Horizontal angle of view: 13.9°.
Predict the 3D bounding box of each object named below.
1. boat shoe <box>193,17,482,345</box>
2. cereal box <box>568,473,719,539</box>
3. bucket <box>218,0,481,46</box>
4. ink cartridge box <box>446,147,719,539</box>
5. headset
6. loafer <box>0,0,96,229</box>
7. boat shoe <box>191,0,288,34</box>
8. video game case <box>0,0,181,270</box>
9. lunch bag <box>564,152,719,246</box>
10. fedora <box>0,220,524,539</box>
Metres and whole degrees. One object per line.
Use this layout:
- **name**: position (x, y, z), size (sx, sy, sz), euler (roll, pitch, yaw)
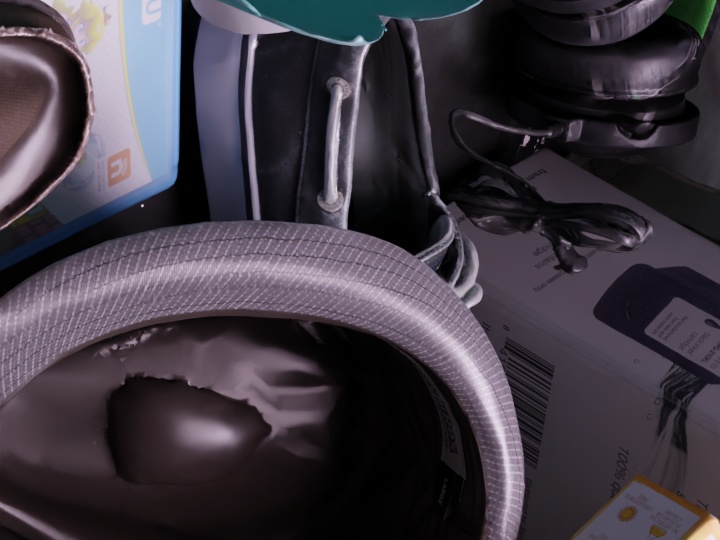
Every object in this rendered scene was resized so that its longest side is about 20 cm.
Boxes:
- **boat shoe**: position (0.001, -0.002, 0.907), size (0.074, 0.068, 0.199), euler (-41, 136, -44)
- **cereal box**: position (0.048, 0.175, 0.857), size (0.200, 0.040, 0.144), euler (-43, 129, -16)
- **bucket**: position (-0.035, -0.160, 0.681), size (0.207, 0.135, 0.207), euler (-24, 123, -43)
- **ink cartridge box**: position (0.104, 0.074, 0.986), size (0.084, 0.200, 0.145), euler (-31, 140, -38)
- **headset**: position (0.089, -0.081, 0.967), size (0.200, 0.094, 0.124), euler (-54, 148, -36)
- **loafer**: position (-0.131, -0.008, 0.696), size (0.200, 0.071, 0.073), euler (-30, 135, -40)
- **boat shoe**: position (0.012, -0.149, 0.834), size (0.200, 0.072, 0.066), euler (-47, 140, -27)
- **video game case**: position (-0.120, -0.051, 0.763), size (0.200, 0.018, 0.143), euler (-30, 134, -42)
- **lunch bag**: position (0.151, 0.050, 1.080), size (0.118, 0.164, 0.200), euler (-40, 140, -31)
- **fedora**: position (-0.056, 0.055, 0.830), size (0.200, 0.090, 0.177), euler (-7, 115, -21)
